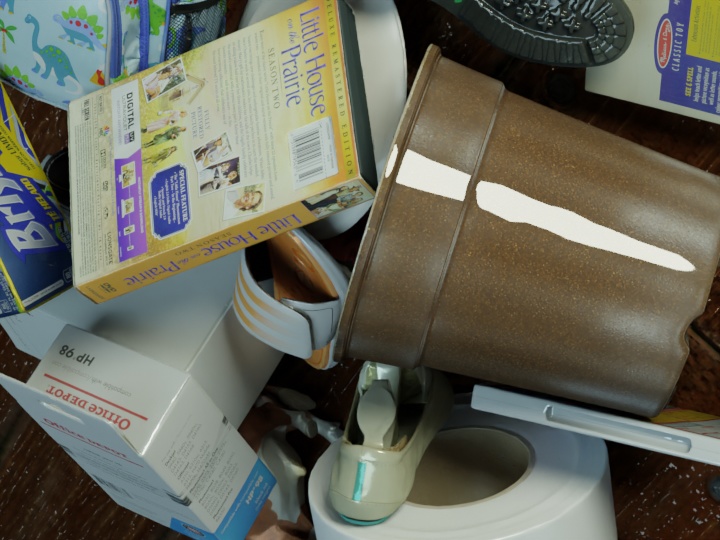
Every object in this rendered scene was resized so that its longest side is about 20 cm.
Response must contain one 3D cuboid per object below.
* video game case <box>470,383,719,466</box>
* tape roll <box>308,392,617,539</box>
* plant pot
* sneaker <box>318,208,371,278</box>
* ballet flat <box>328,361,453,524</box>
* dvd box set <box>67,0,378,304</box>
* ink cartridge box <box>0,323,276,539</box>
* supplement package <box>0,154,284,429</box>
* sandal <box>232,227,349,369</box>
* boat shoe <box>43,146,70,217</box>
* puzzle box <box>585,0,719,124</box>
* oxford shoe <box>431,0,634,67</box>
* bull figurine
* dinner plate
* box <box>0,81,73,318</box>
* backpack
[{"bbox_3d":[0.188,0.098,1.213,0.200,0.143,0.017,12,93,31],"label":"video game case"},{"bbox_3d":[0.068,0.158,1.288,0.202,0.202,0.071,6,119,33],"label":"tape roll"},{"bbox_3d":[0.106,-0.010,1.162,0.198,0.200,0.200,18,126,3],"label":"plant pot"},{"bbox_3d":[0.000,0.000,1.334,0.200,0.071,0.098,22,128,26],"label":"sneaker"},{"bbox_3d":[0.021,0.092,1.285,0.069,0.200,0.070,4,116,8],"label":"ballet flat"},{"bbox_3d":[-0.089,-0.076,1.193,0.200,0.146,0.029,-21,146,19],"label":"dvd box set"},{"bbox_3d":[-0.150,0.107,1.319,0.116,0.067,0.200,19,157,31],"label":"ink cartridge box"},{"bbox_3d":[-0.163,0.021,1.406,0.200,0.117,0.117,22,156,25],"label":"supplement package"},{"bbox_3d":[-0.049,0.031,1.303,0.079,0.059,0.207,42,161,20],"label":"sandal"},{"bbox_3d":[-0.157,-0.068,1.317,0.200,0.070,0.066,12,160,43],"label":"boat shoe"},{"bbox_3d":[0.199,-0.183,1.120,0.133,0.025,0.200,18,124,27],"label":"puzzle box"},{"bbox_3d":[0.081,-0.186,1.164,0.200,0.084,0.073,28,126,17],"label":"oxford shoe"},{"bbox_3d":[-0.062,0.174,1.482,0.121,0.065,0.200,0,117,31],"label":"bull figurine"},{"bbox_3d":[-0.038,-0.119,1.265,0.200,0.024,0.200,1,91,52],"label":"dinner plate"},{"bbox_3d":[-0.261,-0.068,1.297,0.070,0.064,0.200,-13,106,49],"label":"box"},{"bbox_3d":[-0.180,-0.209,1.295,0.183,0.147,0.200,25,125,20],"label":"backpack"}]
